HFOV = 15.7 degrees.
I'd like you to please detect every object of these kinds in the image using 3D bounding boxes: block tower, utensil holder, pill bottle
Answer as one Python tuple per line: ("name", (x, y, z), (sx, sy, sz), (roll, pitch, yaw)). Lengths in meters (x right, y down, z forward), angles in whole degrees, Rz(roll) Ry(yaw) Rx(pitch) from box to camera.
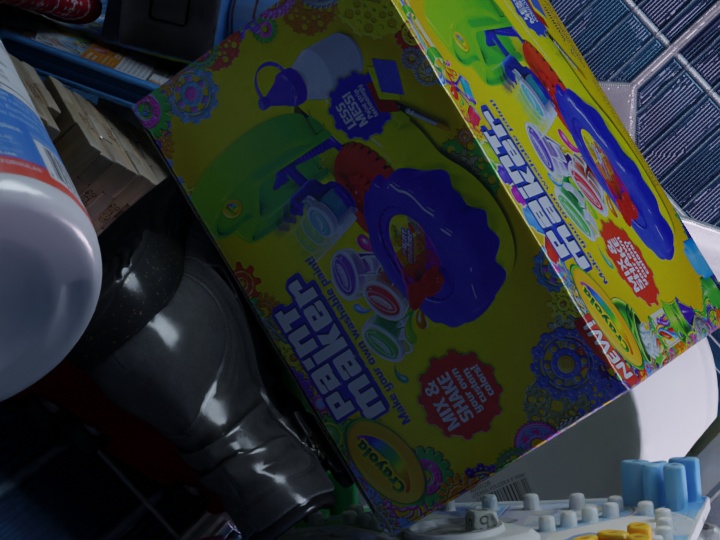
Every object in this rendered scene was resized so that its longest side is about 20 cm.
("block tower", (-0.160, -0.062, 1.223), (0.200, 0.054, 0.058), (32, 20, -52))
("utensil holder", (0.091, 0.075, 1.391), (0.170, 0.170, 0.200), (49, 15, 9))
("pill bottle", (-0.179, -0.049, 0.991), (0.112, 0.112, 0.200), (34, 17, -45))

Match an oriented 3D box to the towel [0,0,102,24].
("towel", (-0.218, -0.153, 1.257), (0.144, 0.023, 0.200), (23, 8, 13))

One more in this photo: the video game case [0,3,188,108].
("video game case", (-0.128, -0.106, 1.330), (0.199, 0.018, 0.143), (20, 12, -3))

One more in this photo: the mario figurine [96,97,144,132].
("mario figurine", (-0.064, -0.046, 1.349), (0.200, 0.123, 0.107), (-127, -154, -49))

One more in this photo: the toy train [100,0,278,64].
("toy train", (-0.030, -0.130, 1.332), (0.199, 0.087, 0.114), (16, 12, 19))

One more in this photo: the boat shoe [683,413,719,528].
("boat shoe", (0.164, 0.135, 1.253), (0.071, 0.201, 0.070), (39, 50, 7))

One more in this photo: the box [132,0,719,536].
("box", (0.037, -0.022, 1.090), (0.201, 0.122, 0.192), (59, 22, 3))

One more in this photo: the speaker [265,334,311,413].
("speaker", (0.000, 0.000, 1.238), (0.089, 0.088, 0.200), (47, 48, 2))

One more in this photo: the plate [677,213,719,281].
("plate", (0.109, -0.035, 1.421), (0.199, 0.033, 0.199), (15, 4, -32))

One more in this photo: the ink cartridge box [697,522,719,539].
("ink cartridge box", (0.164, 0.225, 1.183), (0.200, 0.146, 0.084), (44, -12, -16))

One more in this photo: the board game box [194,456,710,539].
("board game box", (0.039, 0.108, 1.101), (0.200, 0.199, 0.026), (-25, 112, -76))

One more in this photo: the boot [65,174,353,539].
("boot", (-0.054, 0.032, 1.070), (0.132, 0.070, 0.200), (48, 25, -11))

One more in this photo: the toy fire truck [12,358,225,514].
("toy fire truck", (-0.126, 0.013, 1.121), (0.200, 0.049, 0.141), (35, 18, -42))
